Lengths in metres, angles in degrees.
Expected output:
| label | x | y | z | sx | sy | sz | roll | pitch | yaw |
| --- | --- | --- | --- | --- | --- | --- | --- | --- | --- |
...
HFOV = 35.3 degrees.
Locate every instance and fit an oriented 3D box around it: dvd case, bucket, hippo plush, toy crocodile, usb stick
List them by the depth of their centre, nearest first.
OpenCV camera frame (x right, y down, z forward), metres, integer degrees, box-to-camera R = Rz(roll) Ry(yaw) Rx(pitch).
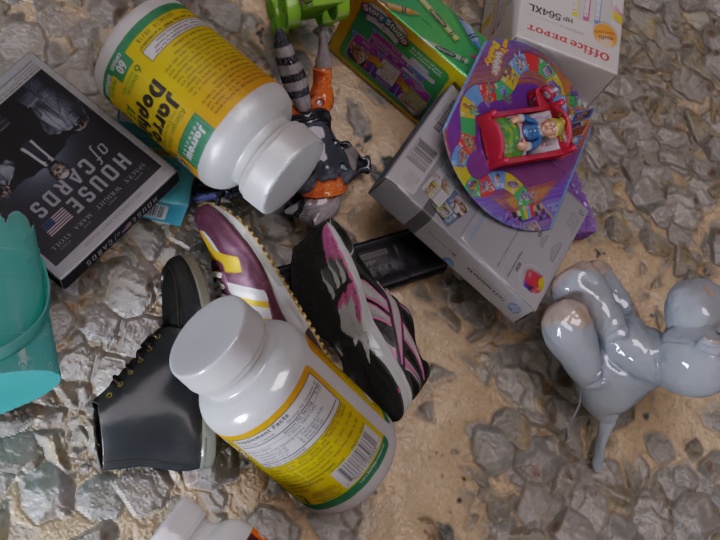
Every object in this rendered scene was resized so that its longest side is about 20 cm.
| label | x | y | z | sx | sy | sz | roll | pitch | yaw |
| --- | --- | --- | --- | --- | --- | --- | --- | --- | --- |
| bucket | -0.343 | 0.048 | 0.906 | 0.206 | 0.207 | 0.136 | -15 | 77 | -24 |
| dvd case | -0.290 | -0.096 | 1.046 | 0.200 | 0.025 | 0.150 | 38 | 70 | 15 |
| hippo plush | 0.279 | 0.070 | 1.104 | 0.159 | 0.160 | 0.201 | 43 | 49 | -42 |
| usb stick | 0.000 | 0.000 | 1.140 | 0.199 | 0.033 | 0.056 | -17 | 82 | -25 |
| toy crocodile | -0.057 | -0.281 | 1.163 | 0.067 | 0.200 | 0.062 | -13 | 99 | -11 |

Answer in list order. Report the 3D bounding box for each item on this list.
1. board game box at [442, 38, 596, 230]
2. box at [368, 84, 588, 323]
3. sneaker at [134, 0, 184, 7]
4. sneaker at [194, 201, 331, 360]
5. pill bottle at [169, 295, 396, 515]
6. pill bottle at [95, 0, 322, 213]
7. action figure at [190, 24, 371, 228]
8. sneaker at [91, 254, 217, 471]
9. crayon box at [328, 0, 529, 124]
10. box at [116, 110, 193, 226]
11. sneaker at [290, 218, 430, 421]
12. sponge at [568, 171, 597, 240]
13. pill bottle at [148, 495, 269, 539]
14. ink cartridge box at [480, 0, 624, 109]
| label | x | y | z | sx | sy | sz | roll | pitch | yaw |
| --- | --- | --- | --- | --- | --- | --- | --- | --- | --- |
| board game box | 0.170 | -0.144 | 1.132 | 0.158 | 0.039 | 0.201 | 37 | 62 | -21 |
| box | 0.124 | -0.070 | 1.145 | 0.200 | 0.041 | 0.156 | 40 | 55 | -8 |
| sneaker | -0.193 | -0.373 | 1.189 | 0.073 | 0.116 | 0.201 | 8 | 63 | -14 |
| sneaker | -0.110 | 0.034 | 1.043 | 0.090 | 0.075 | 0.201 | -35 | 96 | -11 |
| pill bottle | -0.067 | 0.114 | 0.974 | 0.200 | 0.112 | 0.113 | 46 | 55 | -32 |
| pill bottle | -0.135 | -0.147 | 1.031 | 0.200 | 0.113 | 0.113 | 40 | 60 | 10 |
| action figure | -0.079 | -0.129 | 1.121 | 0.199 | 0.105 | 0.195 | -20 | 91 | -21 |
| sneaker | -0.188 | 0.079 | 1.013 | 0.106 | 0.075 | 0.201 | 0 | 68 | -19 |
| crayon box | 0.069 | -0.225 | 1.213 | 0.200 | 0.119 | 0.058 | 41 | 60 | 1 |
| box | -0.200 | -0.149 | 1.124 | 0.082 | 0.049 | 0.201 | 11 | 65 | -15 |
| sneaker | 0.004 | 0.043 | 1.093 | 0.086 | 0.080 | 0.201 | -33 | 104 | -49 |
| sponge | 0.159 | -0.077 | 1.213 | 0.199 | 0.030 | 0.112 | -8 | 71 | -34 |
| pill bottle | -0.094 | 0.281 | 0.935 | 0.200 | 0.113 | 0.113 | 38 | 60 | -1 |
| ink cartridge box | 0.213 | -0.266 | 1.279 | 0.128 | 0.125 | 0.201 | 17 | 62 | -12 |
